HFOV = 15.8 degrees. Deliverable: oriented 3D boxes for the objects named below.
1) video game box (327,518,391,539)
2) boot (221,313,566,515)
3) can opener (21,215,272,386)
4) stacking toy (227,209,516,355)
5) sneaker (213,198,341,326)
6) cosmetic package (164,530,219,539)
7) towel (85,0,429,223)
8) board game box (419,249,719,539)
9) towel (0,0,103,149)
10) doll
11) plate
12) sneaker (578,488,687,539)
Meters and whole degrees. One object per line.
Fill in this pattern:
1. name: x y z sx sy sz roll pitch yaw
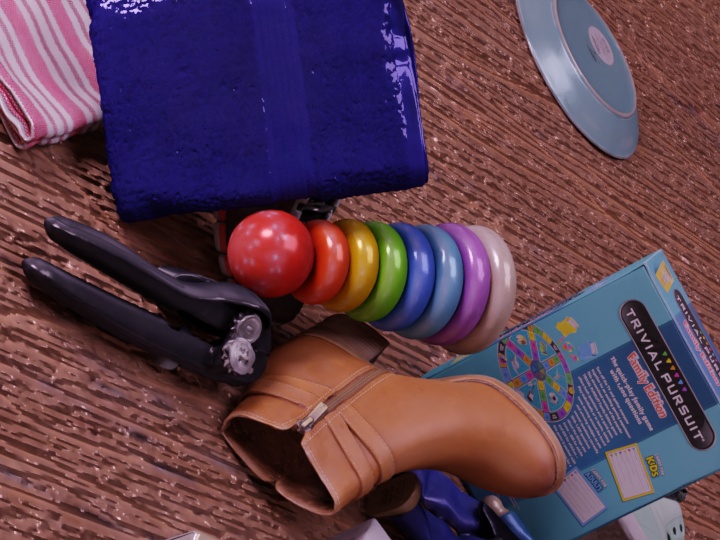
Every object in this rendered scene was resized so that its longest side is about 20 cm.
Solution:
1. video game box: 0.026 0.277 1.565 0.200 0.047 0.182 55 29 -13
2. boot: 0.019 0.113 1.626 0.199 0.074 0.155 26 30 13
3. can opener: -0.125 0.022 1.542 0.200 0.078 0.064 23 84 -48
4. stacking toy: 0.000 0.000 1.644 0.199 0.085 0.086 10 53 -36
5. sneaker: -0.039 -0.059 1.659 0.077 0.082 0.201 -10 107 -50
6. cosmetic package: -0.041 0.226 1.400 0.199 0.073 0.104 27 56 -34
7. towel: -0.063 -0.112 1.603 0.050 0.199 0.149 -174 -103 -84
8. board game box: 0.157 0.098 1.807 0.151 0.199 0.047 61 25 -1
9. towel: -0.191 -0.156 1.616 0.147 0.030 0.200 62 25 0
10. doll: 0.083 0.195 1.746 0.200 0.048 0.137 42 32 -30
11. plate: 0.209 -0.198 2.406 0.200 0.026 0.201 42 32 -33
12. sneaker: 0.224 0.232 1.935 0.118 0.074 0.201 13 51 -50
